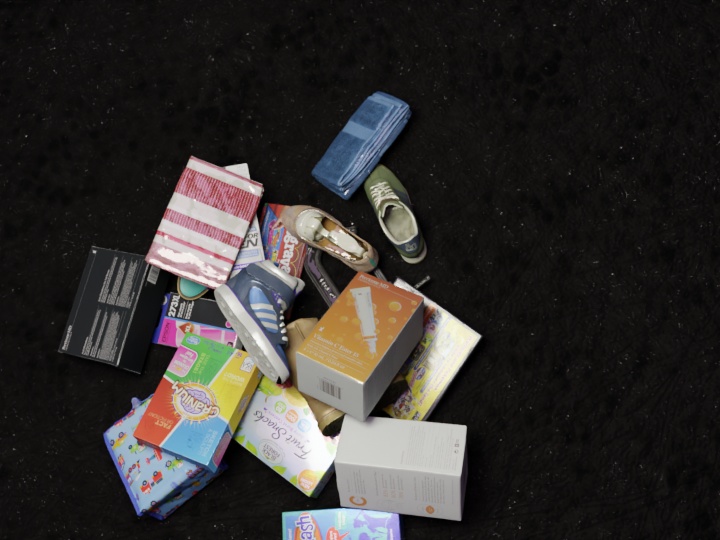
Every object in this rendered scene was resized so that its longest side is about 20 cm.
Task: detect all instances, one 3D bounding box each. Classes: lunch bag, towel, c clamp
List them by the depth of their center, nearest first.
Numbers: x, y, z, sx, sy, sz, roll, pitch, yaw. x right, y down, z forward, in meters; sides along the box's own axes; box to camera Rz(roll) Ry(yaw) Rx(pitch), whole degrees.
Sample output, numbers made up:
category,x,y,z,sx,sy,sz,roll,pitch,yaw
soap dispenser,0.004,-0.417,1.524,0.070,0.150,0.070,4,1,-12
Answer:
category,x,y,z,sx,sy,sz,roll,pitch,yaw
towel,-0.264,-0.080,1.693,0.143,0.023,0.202,22,77,-2
lunch bag,-0.350,0.301,1.710,0.150,0.094,0.200,-37,65,1
c clamp,0.000,0.000,1.744,0.171,0.027,0.200,-42,72,5
towel,-0.001,-0.230,1.773,0.201,0.048,0.111,-54,44,-4

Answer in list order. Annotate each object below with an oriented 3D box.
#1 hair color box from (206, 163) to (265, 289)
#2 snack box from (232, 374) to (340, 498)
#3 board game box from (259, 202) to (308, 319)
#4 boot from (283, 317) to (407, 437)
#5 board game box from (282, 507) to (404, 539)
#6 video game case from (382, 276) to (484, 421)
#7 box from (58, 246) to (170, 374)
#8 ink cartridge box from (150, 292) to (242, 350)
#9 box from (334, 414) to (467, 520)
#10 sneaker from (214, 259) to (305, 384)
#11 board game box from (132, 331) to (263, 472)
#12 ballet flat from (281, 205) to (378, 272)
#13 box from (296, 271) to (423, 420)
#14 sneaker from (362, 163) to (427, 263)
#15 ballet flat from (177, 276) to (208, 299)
category,x,y,z,sx,sy,sz,roll,pitch,yaw
hair color box,-0.235,-0.078,1.739,0.108,0.065,0.202,-10,80,-11
snack box,-0.118,0.269,1.680,0.199,0.053,0.143,33,84,19
board game box,-0.150,-0.019,1.775,0.102,0.019,0.202,9,77,22
boot,-0.041,0.155,1.657,0.174,0.066,0.201,-26,58,-12
board game box,-0.026,0.465,1.612,0.198,0.045,0.154,-7,74,11
video game case,0.081,0.143,1.672,0.180,0.025,0.201,35,93,19
box,-0.440,0.070,1.780,0.140,0.079,0.202,10,78,24
ink cartridge box,-0.297,0.096,1.766,0.198,0.037,0.096,9,80,22
box,0.067,0.312,1.572,0.198,0.125,0.098,4,44,10
sneaker,-0.135,0.073,1.650,0.146,0.081,0.201,-31,75,-25
board game box,-0.268,0.218,1.658,0.152,0.040,0.201,16,66,20
ballet flat,-0.055,-0.065,1.716,0.199,0.067,0.068,27,84,15
box,0.002,0.117,1.577,0.124,0.098,0.200,22,50,20
sneaker,0.056,-0.113,1.723,0.067,0.090,0.201,-27,71,5
ballet flat,-0.272,-0.034,1.790,0.068,0.063,0.201,29,75,-11
